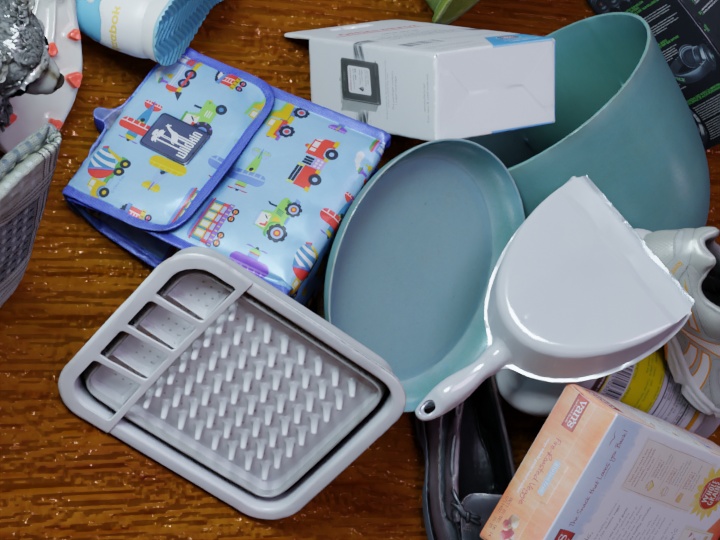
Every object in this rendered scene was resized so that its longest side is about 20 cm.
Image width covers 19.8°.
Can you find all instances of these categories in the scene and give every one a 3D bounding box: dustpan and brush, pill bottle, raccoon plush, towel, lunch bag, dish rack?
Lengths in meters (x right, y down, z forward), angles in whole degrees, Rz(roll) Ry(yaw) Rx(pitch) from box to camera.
[{"bbox_3d":[0.121,0.042,1.485,0.200,0.057,0.140,-34,70,-12],"label":"dustpan and brush"},{"bbox_3d":[0.199,0.079,1.604,0.200,0.109,0.109,22,61,-44],"label":"pill bottle"},{"bbox_3d":[-0.291,-0.140,1.325,0.200,0.134,0.097,2,76,-12],"label":"raccoon plush"},{"bbox_3d":[-0.261,0.019,1.288,0.035,0.193,0.200,39,56,4],"label":"towel"},{"bbox_3d":[-0.103,-0.065,1.475,0.200,0.094,0.151,28,66,9],"label":"lunch bag"},{"bbox_3d":[-0.086,0.073,1.410,0.200,0.172,0.044,34,31,-19],"label":"dish rack"}]

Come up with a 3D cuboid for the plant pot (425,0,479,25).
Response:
[{"bbox_3d":[0.064,-0.329,1.646,0.190,0.200,0.200,45,54,4],"label":"plant pot"}]

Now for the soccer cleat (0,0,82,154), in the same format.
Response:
[{"bbox_3d":[-0.234,-0.179,1.454,0.069,0.078,0.200,5,90,-36],"label":"soccer cleat"}]

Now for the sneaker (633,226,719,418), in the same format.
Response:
[{"bbox_3d":[0.270,0.042,1.538,0.200,0.092,0.076,47,49,-34],"label":"sneaker"}]

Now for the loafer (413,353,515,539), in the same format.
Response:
[{"bbox_3d":[0.086,0.159,1.543,0.072,0.063,0.200,-3,75,-36],"label":"loafer"}]

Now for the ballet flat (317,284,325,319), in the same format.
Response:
[{"bbox_3d":[0.000,0.000,1.540,0.068,0.067,0.200,5,71,-32],"label":"ballet flat"}]

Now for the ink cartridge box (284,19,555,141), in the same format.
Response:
[{"bbox_3d":[0.041,-0.146,1.565,0.116,0.200,0.067,-12,106,-34],"label":"ink cartridge box"}]

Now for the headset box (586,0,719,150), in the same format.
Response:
[{"bbox_3d":[0.310,-0.239,1.816,0.200,0.093,0.174,51,54,-8],"label":"headset box"}]

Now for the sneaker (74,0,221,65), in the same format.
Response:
[{"bbox_3d":[-0.138,-0.227,1.522,0.081,0.077,0.200,17,38,14],"label":"sneaker"}]

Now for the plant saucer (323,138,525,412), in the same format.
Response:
[{"bbox_3d":[0.043,0.002,1.479,0.200,0.027,0.201,-16,114,-41],"label":"plant saucer"}]

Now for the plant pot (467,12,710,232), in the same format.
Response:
[{"bbox_3d":[0.179,-0.076,1.616,0.161,0.200,0.201,53,52,-23],"label":"plant pot"}]

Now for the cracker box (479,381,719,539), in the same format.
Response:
[{"bbox_3d":[0.195,0.173,1.541,0.200,0.058,0.134,24,98,-46],"label":"cracker box"}]
